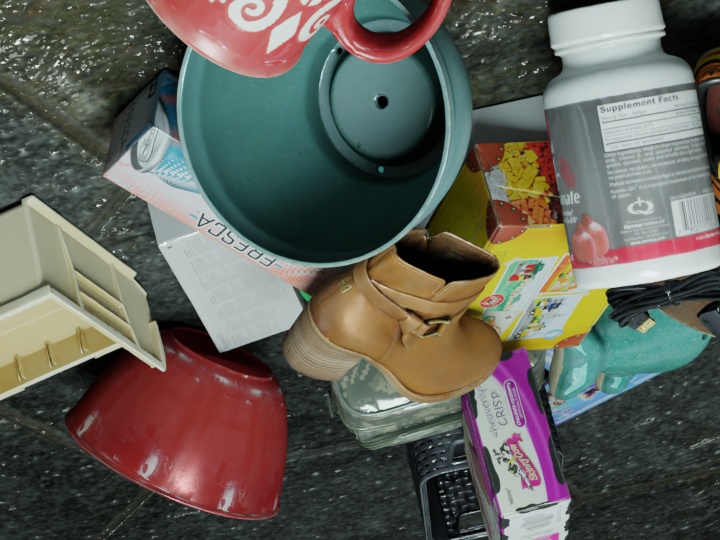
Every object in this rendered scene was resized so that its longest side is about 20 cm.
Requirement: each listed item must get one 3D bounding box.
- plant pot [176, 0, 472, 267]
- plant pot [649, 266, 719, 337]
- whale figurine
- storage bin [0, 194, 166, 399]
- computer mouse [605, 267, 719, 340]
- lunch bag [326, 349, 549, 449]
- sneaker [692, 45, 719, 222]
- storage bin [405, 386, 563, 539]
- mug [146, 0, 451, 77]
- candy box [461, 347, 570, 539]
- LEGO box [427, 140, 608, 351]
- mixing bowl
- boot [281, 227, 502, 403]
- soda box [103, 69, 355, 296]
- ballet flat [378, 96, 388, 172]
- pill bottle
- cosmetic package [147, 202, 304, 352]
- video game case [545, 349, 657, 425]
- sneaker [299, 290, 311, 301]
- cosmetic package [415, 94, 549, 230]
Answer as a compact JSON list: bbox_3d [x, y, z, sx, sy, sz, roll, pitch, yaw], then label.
[{"bbox_3d":[-0.006,-0.111,1.425,0.200,0.200,0.134,-31,176,26],"label":"plant pot"},{"bbox_3d":[0.321,-0.077,1.667,0.187,0.187,0.200,-6,134,-18],"label":"plant pot"},{"bbox_3d":[0.242,0.050,1.829,0.200,0.104,0.159,-34,141,-46],"label":"whale figurine"},{"bbox_3d":[-0.287,0.052,1.649,0.200,0.094,0.199,-24,151,14],"label":"storage bin"},{"bbox_3d":[0.278,0.048,1.597,0.140,0.046,0.200,-10,159,40],"label":"computer mouse"},{"bbox_3d":[0.065,0.073,1.833,0.200,0.139,0.168,-15,162,-4],"label":"lunch bag"},{"bbox_3d":[0.284,-0.064,1.548,0.070,0.200,0.090,-14,-170,23],"label":"sneaker"},{"bbox_3d":[0.116,0.177,1.996,0.135,0.094,0.200,-12,154,-2],"label":"storage bin"},{"bbox_3d":[-0.014,-0.226,1.259,0.177,0.133,0.200,10,138,-41],"label":"mug"},{"bbox_3d":[0.127,0.167,1.733,0.061,0.136,0.200,-14,154,-1],"label":"candy box"},{"bbox_3d":[0.134,-0.016,1.654,0.149,0.077,0.200,-3,149,-22],"label":"LEGO box"},{"bbox_3d":[-0.139,0.117,1.778,0.200,0.200,0.108,14,104,-44],"label":"mixing bowl"},{"bbox_3d":[0.057,0.025,1.539,0.200,0.077,0.155,11,142,-32],"label":"boot"},{"bbox_3d":[-0.083,-0.059,1.511,0.200,0.064,0.068,30,131,-25],"label":"soda box"},{"bbox_3d":[0.001,-0.087,1.572,0.072,0.072,0.200,13,142,-43],"label":"ballet flat"},{"bbox_3d":[0.192,-0.092,1.509,0.111,0.200,0.111,-10,-178,0],"label":"pill bottle"},{"bbox_3d":[-0.105,-0.007,1.682,0.082,0.051,0.200,-20,152,0],"label":"cosmetic package"},{"bbox_3d":[0.186,0.090,2.017,0.200,0.045,0.181,-30,148,25],"label":"video game case"},{"bbox_3d":[0.000,0.000,1.657,0.084,0.074,0.200,-31,178,-17],"label":"sneaker"},{"bbox_3d":[0.120,-0.076,1.676,0.200,0.052,0.151,-13,150,-5],"label":"cosmetic package"}]
